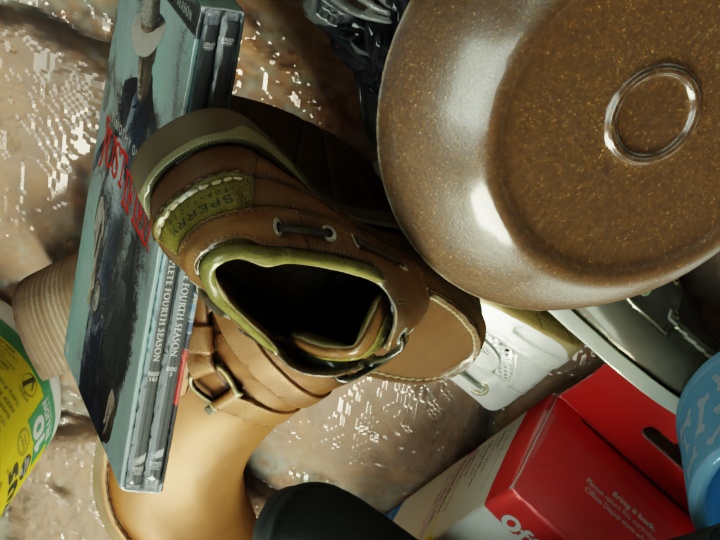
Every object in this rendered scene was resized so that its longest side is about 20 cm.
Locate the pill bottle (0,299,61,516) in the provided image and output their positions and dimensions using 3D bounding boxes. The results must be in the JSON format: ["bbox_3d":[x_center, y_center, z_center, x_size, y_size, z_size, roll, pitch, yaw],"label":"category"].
[{"bbox_3d":[-0.224,0.102,1.163,0.112,0.200,0.113,10,126,14],"label":"pill bottle"}]

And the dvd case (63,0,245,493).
[{"bbox_3d":[-0.088,-0.030,1.029,0.022,0.146,0.201,6,109,-19],"label":"dvd case"}]

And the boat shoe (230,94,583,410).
[{"bbox_3d":[0.000,0.000,1.066,0.200,0.071,0.069,33,114,-18],"label":"boat shoe"}]

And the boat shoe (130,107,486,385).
[{"bbox_3d":[-0.013,0.013,0.961,0.072,0.068,0.200,-40,141,19],"label":"boat shoe"}]

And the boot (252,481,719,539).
[{"bbox_3d":[0.074,0.136,1.038,0.200,0.066,0.165,-13,132,46],"label":"boot"}]

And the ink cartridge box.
[{"bbox_3d":[0.085,0.136,1.141,0.116,0.067,0.200,40,135,-9],"label":"ink cartridge box"}]

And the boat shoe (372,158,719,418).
[{"bbox_3d":[0.099,-0.004,1.050,0.201,0.072,0.060,37,99,-17],"label":"boat shoe"}]

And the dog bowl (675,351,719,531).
[{"bbox_3d":[0.220,0.101,1.019,0.199,0.050,0.112,26,132,-7],"label":"dog bowl"}]

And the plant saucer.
[{"bbox_3d":[0.103,-0.065,0.951,0.200,0.037,0.201,-13,122,-21],"label":"plant saucer"}]

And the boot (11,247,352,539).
[{"bbox_3d":[-0.054,0.061,1.156,0.155,0.077,0.201,-18,104,32],"label":"boot"}]

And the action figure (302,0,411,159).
[{"bbox_3d":[0.023,-0.141,0.959,0.102,0.119,0.200,27,116,0],"label":"action figure"}]
